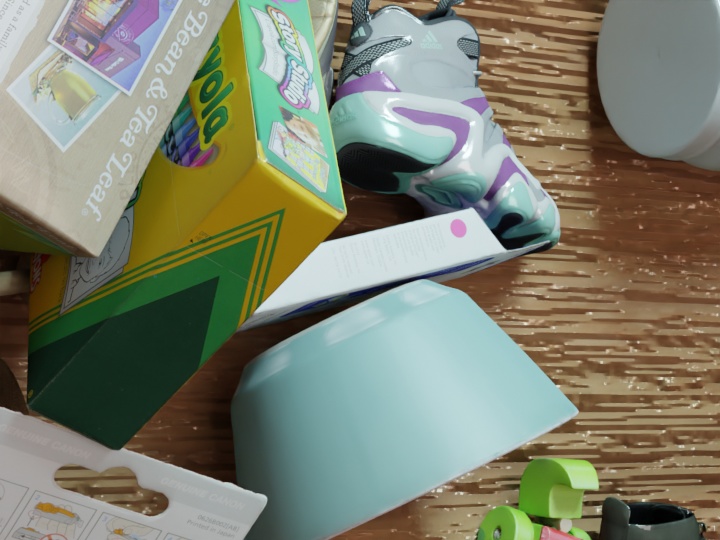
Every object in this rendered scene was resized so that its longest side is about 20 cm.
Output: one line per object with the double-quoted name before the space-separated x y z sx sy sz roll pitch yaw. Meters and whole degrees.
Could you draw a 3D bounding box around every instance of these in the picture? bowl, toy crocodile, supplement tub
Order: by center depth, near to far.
"bowl" 0.008 0.076 1.023 0.200 0.201 0.105 -24 85 -27
"toy crocodile" 0.101 0.211 1.142 0.067 0.062 0.201 22 82 -29
"supplement tub" 0.264 -0.132 1.175 0.199 0.140 0.141 -2 93 -31

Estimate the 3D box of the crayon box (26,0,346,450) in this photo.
"crayon box" -0.090 -0.043 0.901 0.058 0.200 0.173 29 119 -28

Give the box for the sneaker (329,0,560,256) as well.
"sneaker" 0.058 -0.097 1.096 0.200 0.077 0.141 32 54 -50

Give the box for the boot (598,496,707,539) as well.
"boot" 0.218 0.209 1.182 0.199 0.077 0.139 1 101 -43

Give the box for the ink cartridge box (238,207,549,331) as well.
"ink cartridge box" 0.000 0.000 1.048 0.199 0.095 0.037 -11 83 -31

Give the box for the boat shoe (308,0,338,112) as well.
"boat shoe" -0.050 -0.102 1.036 0.072 0.065 0.201 3 74 5

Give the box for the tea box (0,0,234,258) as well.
"tea box" -0.165 -0.125 0.890 0.133 0.196 0.201 33 75 -28

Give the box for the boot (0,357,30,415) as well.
"boot" -0.223 0.043 0.946 0.075 0.073 0.201 -30 115 -38

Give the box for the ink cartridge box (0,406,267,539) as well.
"ink cartridge box" -0.166 0.153 0.937 0.162 0.050 0.200 23 111 -29

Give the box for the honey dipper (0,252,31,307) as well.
"honey dipper" -0.191 0.010 0.918 0.200 0.038 0.038 -13 100 -61
